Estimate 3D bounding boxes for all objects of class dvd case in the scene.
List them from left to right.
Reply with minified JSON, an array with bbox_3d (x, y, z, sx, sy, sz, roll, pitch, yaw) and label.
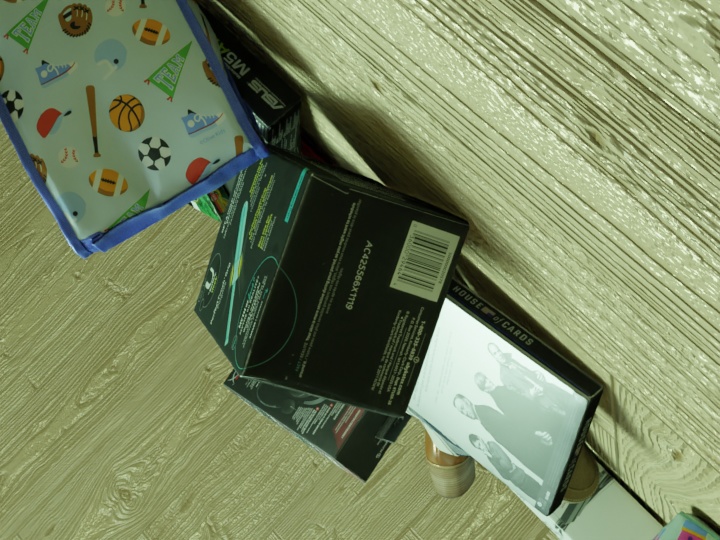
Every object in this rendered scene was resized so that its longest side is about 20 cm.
[{"bbox_3d":[0.098,0.092,1.057,0.199,0.025,0.151,38,140,26],"label":"dvd case"}]

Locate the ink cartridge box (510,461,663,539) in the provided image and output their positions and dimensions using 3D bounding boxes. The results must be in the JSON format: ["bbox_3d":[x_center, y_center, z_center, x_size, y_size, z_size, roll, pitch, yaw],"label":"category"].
[{"bbox_3d":[0.229,0.244,1.404,0.200,0.084,0.145,45,176,13],"label":"ink cartridge box"}]

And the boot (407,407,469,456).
[{"bbox_3d":[0.096,0.126,1.257,0.089,0.073,0.200,6,154,33],"label":"boot"}]

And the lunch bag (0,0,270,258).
[{"bbox_3d":[-0.179,-0.130,0.964,0.201,0.169,0.124,61,-178,15],"label":"lunch bag"}]

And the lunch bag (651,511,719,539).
[{"bbox_3d":[0.319,0.298,1.121,0.160,0.077,0.200,43,175,25],"label":"lunch bag"}]

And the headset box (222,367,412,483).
[{"bbox_3d":[-0.024,0.113,1.340,0.199,0.150,0.077,27,168,38],"label":"headset box"}]

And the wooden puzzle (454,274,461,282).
[{"bbox_3d":[0.000,0.000,1.176,0.198,0.047,0.185,4,155,26],"label":"wooden puzzle"}]

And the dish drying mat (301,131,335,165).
[{"bbox_3d":[-0.049,-0.109,1.218,0.200,0.018,0.077,44,174,7],"label":"dish drying mat"}]

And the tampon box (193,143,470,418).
[{"bbox_3d":[-0.030,0.000,0.961,0.125,0.152,0.200,17,-174,-20],"label":"tampon box"}]

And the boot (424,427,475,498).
[{"bbox_3d":[0.125,0.148,1.502,0.073,0.201,0.156,3,122,17],"label":"boot"}]

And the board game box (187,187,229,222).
[{"bbox_3d":[-0.188,-0.135,1.163,0.104,0.023,0.201,24,150,44],"label":"board game box"}]

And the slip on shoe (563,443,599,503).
[{"bbox_3d":[0.189,0.167,1.254,0.060,0.077,0.200,-7,138,41],"label":"slip on shoe"}]

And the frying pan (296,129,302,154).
[{"bbox_3d":[-0.066,-0.112,1.150,0.190,0.031,0.115,44,161,2],"label":"frying pan"}]

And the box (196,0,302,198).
[{"bbox_3d":[-0.135,-0.151,1.120,0.193,0.047,0.200,46,160,11],"label":"box"}]
